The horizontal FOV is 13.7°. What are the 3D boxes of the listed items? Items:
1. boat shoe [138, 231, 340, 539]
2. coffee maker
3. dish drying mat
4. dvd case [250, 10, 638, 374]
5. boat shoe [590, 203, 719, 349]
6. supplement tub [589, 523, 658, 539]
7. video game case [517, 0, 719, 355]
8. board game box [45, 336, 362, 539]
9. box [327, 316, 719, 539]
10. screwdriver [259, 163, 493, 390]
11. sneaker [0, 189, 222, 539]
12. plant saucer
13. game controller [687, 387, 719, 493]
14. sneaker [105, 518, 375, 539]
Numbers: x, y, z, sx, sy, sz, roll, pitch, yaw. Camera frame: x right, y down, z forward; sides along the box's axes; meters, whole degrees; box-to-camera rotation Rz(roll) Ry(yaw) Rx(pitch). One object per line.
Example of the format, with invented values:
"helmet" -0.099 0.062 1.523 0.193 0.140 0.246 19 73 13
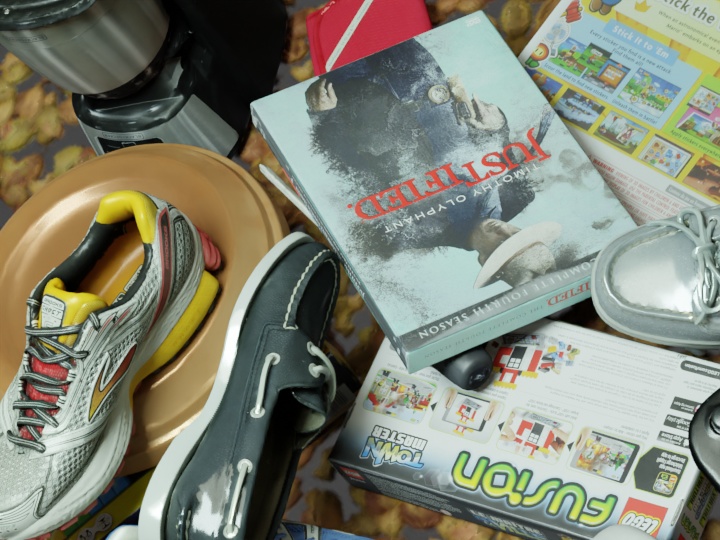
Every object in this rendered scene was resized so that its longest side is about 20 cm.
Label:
"boat shoe" -0.044 0.070 1.506 0.060 0.076 0.201 10 62 25
"coffee maker" -0.124 -0.170 1.675 0.134 0.200 0.193 28 79 33
"dish drying mat" 0.015 -0.086 1.656 0.076 0.018 0.201 -25 47 15
"dvd case" 0.046 -0.046 1.577 0.145 0.022 0.200 -22 52 -12
"boat shoe" 0.212 -0.006 1.481 0.200 0.065 0.075 -1 70 11
"supplement tub" 0.105 0.233 1.366 0.200 0.145 0.145 -48 53 -6
"video game case" 0.157 -0.071 1.594 0.200 0.023 0.182 31 79 36
"board game box" -0.121 0.065 1.628 0.200 0.057 0.165 -40 54 0
"box" 0.091 0.081 1.529 0.199 0.035 0.111 15 70 32
"screwdriver" 0.000 0.000 1.578 0.029 0.028 0.200 -30 51 -29
"sneaker" -0.151 0.046 1.522 0.077 0.082 0.201 17 70 32
"plant saucer" -0.132 0.014 1.606 0.199 0.037 0.201 -13 57 20
"game controller" 0.246 0.116 1.417 0.104 0.042 0.200 -40 62 1
"sneaker" -0.043 0.164 1.520 0.199 0.077 0.076 -3 59 23
